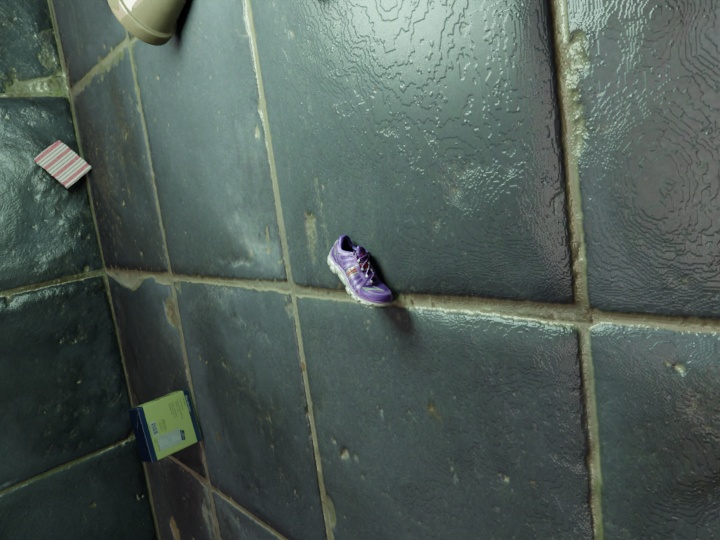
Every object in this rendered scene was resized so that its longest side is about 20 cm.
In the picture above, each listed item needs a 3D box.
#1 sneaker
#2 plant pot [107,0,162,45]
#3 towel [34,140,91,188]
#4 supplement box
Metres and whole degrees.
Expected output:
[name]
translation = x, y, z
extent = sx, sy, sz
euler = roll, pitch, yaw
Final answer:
[sneaker]
translation = 0.000, 0.000, 1.154
extent = 0.200, 0.079, 0.085
euler = 46, 126, 31
[plant pot]
translation = -0.560, -0.756, 1.510
extent = 0.172, 0.198, 0.205
euler = -27, 81, 32
[towel]
translation = -1.313, -0.469, 2.443
extent = 0.199, 0.147, 0.030
euler = 39, 152, 0
[supplement box]
translation = -0.734, 0.581, 2.080
extent = 0.133, 0.197, 0.205
euler = -19, 87, 49
